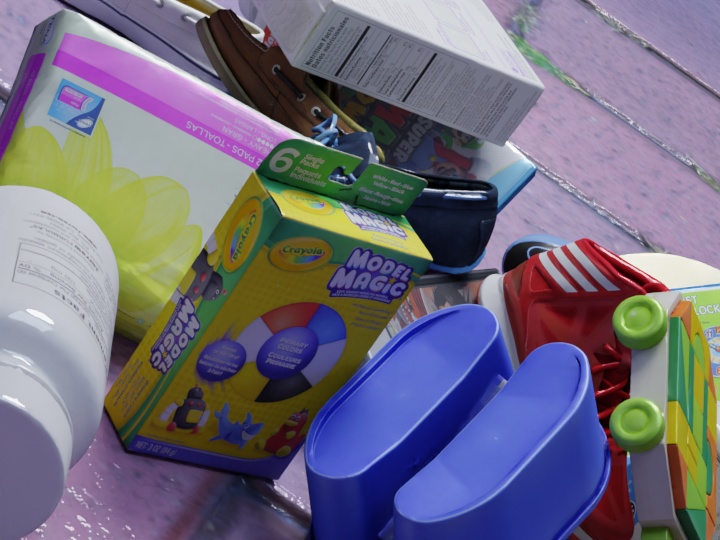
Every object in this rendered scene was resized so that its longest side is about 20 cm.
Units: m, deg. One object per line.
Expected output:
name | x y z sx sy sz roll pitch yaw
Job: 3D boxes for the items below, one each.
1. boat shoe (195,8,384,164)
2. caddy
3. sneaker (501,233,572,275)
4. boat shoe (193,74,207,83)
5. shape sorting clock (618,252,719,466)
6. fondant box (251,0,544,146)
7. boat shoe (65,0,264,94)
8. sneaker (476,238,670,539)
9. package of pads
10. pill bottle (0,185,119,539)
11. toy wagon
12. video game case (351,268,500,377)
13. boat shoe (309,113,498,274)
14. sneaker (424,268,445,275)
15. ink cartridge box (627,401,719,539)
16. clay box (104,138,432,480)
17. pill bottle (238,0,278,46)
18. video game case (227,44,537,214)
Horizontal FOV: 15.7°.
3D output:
boat shoe | -0.045 -0.117 1.790 0.200 0.068 0.072 56 8 33
caddy | 0.056 0.116 1.491 0.141 0.105 0.200 24 51 32
sneaker | 0.170 0.048 1.886 0.200 0.070 0.078 44 20 18
boat shoe | -0.106 -0.075 1.739 0.063 0.071 0.200 31 22 -8
shape sorting clock | 0.211 0.078 1.816 0.198 0.039 0.201 4 65 -8
fondant box | 0.016 -0.175 1.815 0.199 0.058 0.145 19 27 -38
boat shoe | -0.156 -0.216 1.913 0.201 0.086 0.075 36 23 0
sneaker | 0.153 0.072 1.651 0.078 0.115 0.201 2 62 -56
package of pads | -0.128 -0.040 1.553 0.199 0.155 0.068 26 -18 -20
pill bottle | -0.187 0.050 1.342 0.114 0.115 0.200 29 25 -15
toy wagon | 0.186 0.116 1.573 0.155 0.039 0.201 59 31 -53
video game case | 0.067 0.088 1.649 0.200 0.025 0.182 -6 68 -57
boat shoe | -0.006 -0.063 1.682 0.199 0.069 0.084 16 22 -20
sneaker | 0.000 0.000 1.739 0.099 0.075 0.199 34 11 38
ink cartridge box | 0.241 0.190 1.660 0.067 0.116 0.200 19 29 -39
clay box | -0.046 0.024 1.473 0.114 0.200 0.048 15 31 -39
pill bottle | -0.007 -0.158 1.975 0.112 0.113 0.200 2 40 -52
video game case | 0.006 -0.088 1.858 0.200 0.143 0.018 41 -19 12
